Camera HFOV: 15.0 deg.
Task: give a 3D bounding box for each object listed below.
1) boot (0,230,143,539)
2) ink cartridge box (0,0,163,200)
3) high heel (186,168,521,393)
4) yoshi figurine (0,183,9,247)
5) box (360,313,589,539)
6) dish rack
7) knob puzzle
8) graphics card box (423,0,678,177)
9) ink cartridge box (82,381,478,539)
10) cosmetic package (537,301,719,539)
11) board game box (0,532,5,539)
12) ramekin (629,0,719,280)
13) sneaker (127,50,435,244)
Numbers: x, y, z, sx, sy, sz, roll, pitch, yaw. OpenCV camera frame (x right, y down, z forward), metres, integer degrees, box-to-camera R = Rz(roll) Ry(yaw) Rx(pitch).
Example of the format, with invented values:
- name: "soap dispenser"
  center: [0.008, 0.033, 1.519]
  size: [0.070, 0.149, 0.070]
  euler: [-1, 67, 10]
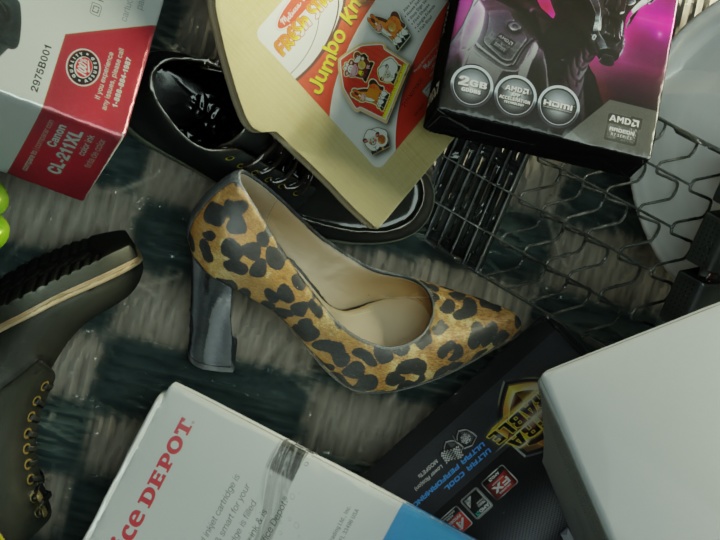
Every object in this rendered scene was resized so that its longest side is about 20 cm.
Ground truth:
- name: "boot"
  center: [-0.187, 0.079, 1.558]
  size: [0.200, 0.077, 0.138]
  euler: [-30, 103, 4]
- name: "ink cartridge box"
  center: [-0.217, -0.147, 1.499]
  size: [0.200, 0.083, 0.146]
  euler: [20, 60, -13]
- name: "high heel"
  center: [0.000, 0.000, 1.557]
  size: [0.200, 0.071, 0.143]
  euler: [-1, 134, -8]
- name: "yoshi figurine"
  center: [-0.292, -0.036, 1.526]
  size: [0.200, 0.112, 0.112]
  euler: [3, 52, 1]
- name: "box"
  center: [0.104, 0.162, 1.593]
  size: [0.200, 0.050, 0.199]
  euler: [-40, 73, -8]
- name: "dish rack"
  center: [0.136, -0.037, 1.584]
  size: [0.200, 0.055, 0.153]
  euler: [31, 105, 27]
- name: "knob puzzle"
  center: [-0.009, -0.153, 1.527]
  size: [0.220, 0.030, 0.220]
  euler: [-1, 92, -29]
- name: "graphics card box"
  center: [0.115, -0.162, 1.523]
  size: [0.125, 0.051, 0.200]
  euler: [14, 78, -7]
- name: "ink cartridge box"
  center: [-0.047, 0.173, 1.541]
  size: [0.200, 0.084, 0.145]
  euler: [27, 87, 16]
- name: "cosmetic package"
  center: [0.187, 0.146, 1.461]
  size: [0.123, 0.200, 0.199]
  euler: [-22, 74, -1]
- name: "board game box"
  center: [-0.257, 0.242, 1.526]
  size: [0.200, 0.057, 0.165]
  euler: [-34, 121, -8]
- name: "ramekin"
  center: [0.265, -0.067, 1.592]
  size: [0.202, 0.094, 0.202]
  euler: [1, 93, 30]
- name: "sneaker"
  center: [-0.043, -0.065, 1.557]
  size: [0.200, 0.106, 0.075]
  euler: [21, 88, -13]
